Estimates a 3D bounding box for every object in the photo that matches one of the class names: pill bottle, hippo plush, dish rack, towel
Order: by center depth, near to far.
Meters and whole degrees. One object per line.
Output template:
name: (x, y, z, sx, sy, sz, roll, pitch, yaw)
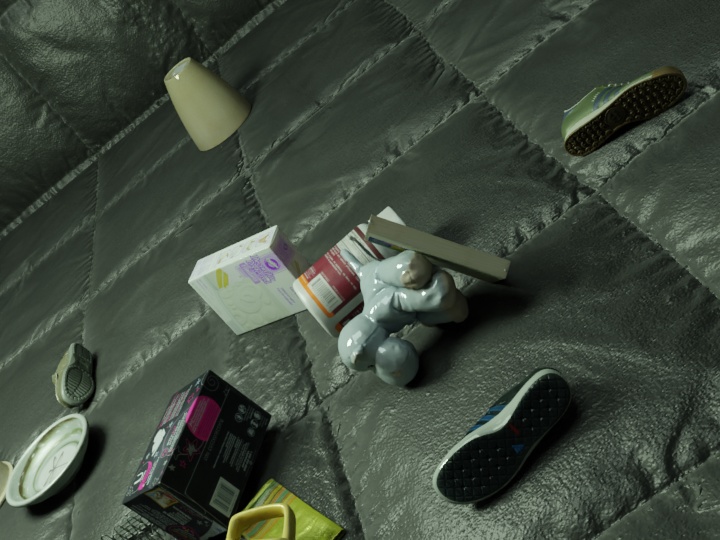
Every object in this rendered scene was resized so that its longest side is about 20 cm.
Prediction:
towel: (-0.100, 0.341, 1.320, 0.086, 0.018, 0.199, -51, 30, -15)
hippo plush: (0.038, 0.065, 1.369, 0.163, 0.198, 0.159, -62, 3, -18)
dish rack: (-0.334, 0.408, 1.479, 0.152, 0.055, 0.201, -34, 29, 13)
pill bottle: (0.000, 0.000, 1.569, 0.199, 0.114, 0.114, -40, 28, 1)

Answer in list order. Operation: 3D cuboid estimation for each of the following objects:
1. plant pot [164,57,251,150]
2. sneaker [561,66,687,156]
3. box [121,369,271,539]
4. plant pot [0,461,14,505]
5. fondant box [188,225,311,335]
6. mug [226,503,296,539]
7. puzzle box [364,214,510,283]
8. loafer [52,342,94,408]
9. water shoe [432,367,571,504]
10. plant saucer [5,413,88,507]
plant pot: (-0.421, -0.457, 2.633, 0.186, 0.201, 0.189, -30, 29, 19)
sneaker: (0.386, -0.258, 1.495, 0.199, 0.067, 0.091, -32, 35, 24)
box: (-0.234, 0.275, 1.448, 0.114, 0.132, 0.202, -32, 28, 41)
plant pot: (-0.815, 0.407, 1.939, 0.199, 0.184, 0.202, -30, 30, 20)
fondant box: (-0.181, 0.021, 1.731, 0.198, 0.145, 0.059, -22, 33, 32)
mug: (-0.132, 0.369, 1.182, 0.151, 0.149, 0.190, -19, 66, 21)
puzzle box: (0.101, -0.028, 1.366, 0.133, 0.197, 0.026, 118, 170, -87)
loafer: (-0.593, 0.228, 2.046, 0.070, 0.075, 0.201, -47, 22, 13)
water shoe: (0.167, 0.195, 1.163, 0.199, 0.072, 0.079, -42, 1, 3)
plant saucer: (-0.566, 0.360, 1.837, 0.198, 0.050, 0.202, -31, 31, 20)
